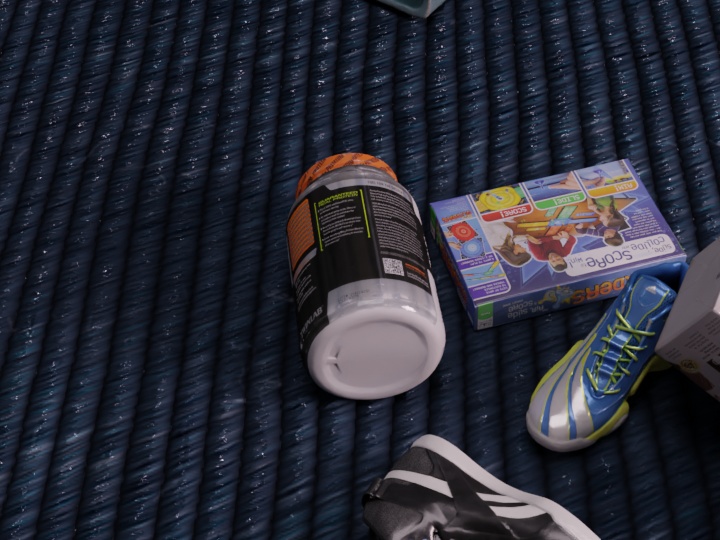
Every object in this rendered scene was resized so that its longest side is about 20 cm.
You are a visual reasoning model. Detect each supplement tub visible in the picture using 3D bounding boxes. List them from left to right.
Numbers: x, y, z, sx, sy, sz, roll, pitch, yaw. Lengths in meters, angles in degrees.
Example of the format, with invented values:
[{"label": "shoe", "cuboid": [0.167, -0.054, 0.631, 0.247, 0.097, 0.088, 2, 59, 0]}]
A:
[{"label": "supplement tub", "cuboid": [0.000, 0.000, 1.217, 0.122, 0.123, 0.201, -6, 47, -3]}]

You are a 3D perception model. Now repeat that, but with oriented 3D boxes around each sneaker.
[{"label": "sneaker", "cuboid": [0.085, 0.212, 1.052, 0.199, 0.073, 0.112, 27, 56, 36]}, {"label": "sneaker", "cuboid": [0.207, 0.058, 1.161, 0.076, 0.105, 0.200, 31, 54, 30]}]

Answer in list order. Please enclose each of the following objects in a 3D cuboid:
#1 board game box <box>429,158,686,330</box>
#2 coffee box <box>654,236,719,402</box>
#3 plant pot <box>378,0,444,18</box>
[{"label": "board game box", "cuboid": [0.176, -0.027, 1.291, 0.199, 0.035, 0.136, -13, 48, -8]}, {"label": "coffee box", "cuboid": [0.341, 0.068, 1.101, 0.200, 0.080, 0.113, 37, 51, -4]}, {"label": "plant pot", "cuboid": [0.061, -0.434, 1.592, 0.195, 0.197, 0.200, 27, 44, 27]}]
